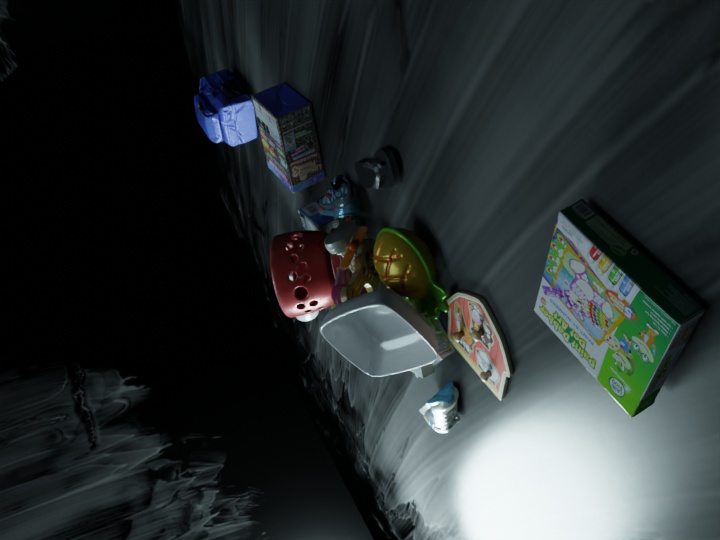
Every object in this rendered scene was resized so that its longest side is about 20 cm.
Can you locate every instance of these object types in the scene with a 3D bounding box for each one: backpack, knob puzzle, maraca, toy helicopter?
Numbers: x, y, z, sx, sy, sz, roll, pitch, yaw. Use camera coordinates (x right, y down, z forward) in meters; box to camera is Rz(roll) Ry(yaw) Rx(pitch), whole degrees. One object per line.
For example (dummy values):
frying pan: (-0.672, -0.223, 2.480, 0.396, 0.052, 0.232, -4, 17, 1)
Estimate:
backpack: (-0.405, -0.486, 2.056, 0.202, 0.164, 0.165, 56, 154, 34)
knob puzzle: (0.211, 0.125, 1.303, 0.221, 0.030, 0.223, 55, 159, 32)
maraca: (0.098, 0.004, 1.354, 0.202, 0.106, 0.137, 52, 154, 4)
toy helicopter: (0.000, 0.000, 1.477, 0.077, 0.201, 0.135, -9, 120, 29)

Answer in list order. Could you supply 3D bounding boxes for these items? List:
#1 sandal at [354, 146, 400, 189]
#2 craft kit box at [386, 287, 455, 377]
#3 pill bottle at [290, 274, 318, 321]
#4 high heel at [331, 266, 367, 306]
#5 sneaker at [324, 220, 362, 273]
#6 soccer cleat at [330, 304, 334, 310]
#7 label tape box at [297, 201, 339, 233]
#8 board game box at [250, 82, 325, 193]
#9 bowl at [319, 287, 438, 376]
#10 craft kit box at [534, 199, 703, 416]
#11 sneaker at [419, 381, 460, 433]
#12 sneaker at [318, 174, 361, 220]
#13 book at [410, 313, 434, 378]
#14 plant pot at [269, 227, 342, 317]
sandal: (0.028, -0.192, 1.395, 0.078, 0.042, 0.199, 67, 162, -6)
craft kit box: (0.118, 0.119, 1.543, 0.204, 0.048, 0.198, 61, 159, 12)
pill bottle: (-0.186, 0.058, 2.214, 0.111, 0.109, 0.204, 45, 154, 45)
high heel: (-0.019, 0.069, 1.573, 0.200, 0.065, 0.099, 40, -131, -59)
sneaker: (-0.020, -0.043, 1.567, 0.200, 0.072, 0.119, -52, -53, -68)
soccer cleat: (0.018, 0.125, 1.745, 0.196, 0.069, 0.081, 25, -169, 16)
label tape box: (-0.090, -0.062, 1.864, 0.144, 0.062, 0.205, 39, 148, 55)
board game box: (-0.175, -0.325, 1.713, 0.160, 0.095, 0.204, 46, 154, 45)
bowl: (0.039, 0.114, 1.377, 0.197, 0.076, 0.200, -22, 129, 37)
craft kit box: (0.311, 0.049, 0.884, 0.201, 0.048, 0.200, 53, 161, 35)
sneaker: (0.188, 0.306, 1.547, 0.081, 0.076, 0.201, 50, 165, 14)
sneaker: (-0.042, -0.170, 1.611, 0.199, 0.077, 0.099, -158, 68, -67)
book: (0.083, 0.134, 1.524, 0.199, 0.047, 0.137, 29, 136, 60)
plant pot: (-0.109, -0.004, 1.704, 0.200, 0.177, 0.207, -13, -90, -81)
